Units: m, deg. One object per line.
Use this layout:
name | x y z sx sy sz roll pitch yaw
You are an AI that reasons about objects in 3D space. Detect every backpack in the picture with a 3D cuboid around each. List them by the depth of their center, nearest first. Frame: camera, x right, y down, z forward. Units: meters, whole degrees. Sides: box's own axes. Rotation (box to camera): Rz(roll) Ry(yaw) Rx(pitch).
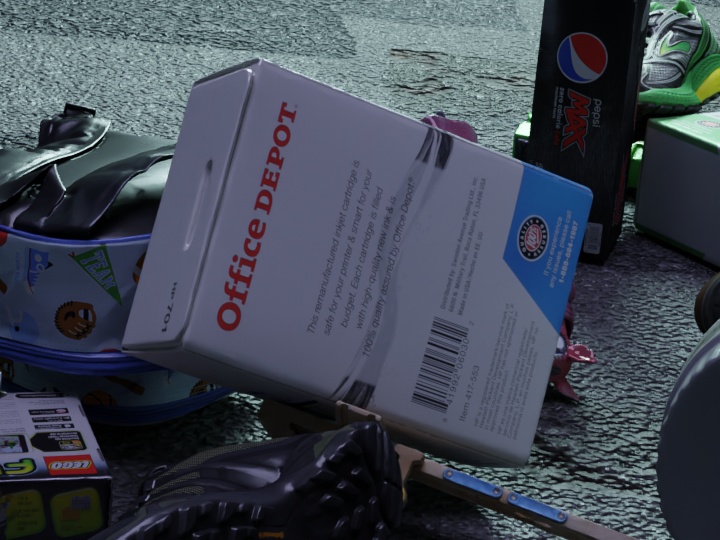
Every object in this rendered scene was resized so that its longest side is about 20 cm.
backpack | -0.136 -0.004 1.274 0.199 0.155 0.190 8 11 33

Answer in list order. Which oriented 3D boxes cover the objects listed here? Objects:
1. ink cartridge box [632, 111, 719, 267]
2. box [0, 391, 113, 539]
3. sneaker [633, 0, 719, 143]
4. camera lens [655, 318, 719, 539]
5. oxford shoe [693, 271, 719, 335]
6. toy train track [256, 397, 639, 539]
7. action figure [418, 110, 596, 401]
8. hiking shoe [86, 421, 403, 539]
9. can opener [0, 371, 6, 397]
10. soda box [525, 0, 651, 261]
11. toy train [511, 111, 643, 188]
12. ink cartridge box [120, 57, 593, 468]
ink cartridge box | 0.311 -0.057 1.644 0.199 0.085 0.146 -8 22 -34
box | -0.225 0.095 1.136 0.199 0.035 0.110 0 20 -16
sneaker | 0.201 -0.141 1.711 0.078 0.085 0.200 -27 3 29
camera lens | 0.236 0.070 1.135 0.159 0.161 0.200 12 20 21
oxford shoe | 0.260 0.016 1.467 0.084 0.073 0.199 2 8 45
toy train track | 0.039 0.112 1.143 0.199 0.033 0.115 19 -17 15
action figure | 0.065 0.007 1.393 0.200 0.134 0.149 49 4 24
hiking shoe | -0.073 0.125 1.058 0.100 0.076 0.200 -8 9 46
can opener | -0.206 0.046 1.129 0.078 0.064 0.200 2 20 -9
soda box | 0.150 -0.113 1.587 0.063 0.201 0.071 10 19 13
toy train | 0.206 -0.081 1.762 0.199 0.042 0.056 10 29 15
ink cartridge box | 0.000 0.000 1.186 0.199 0.147 0.086 20 -11 -24
